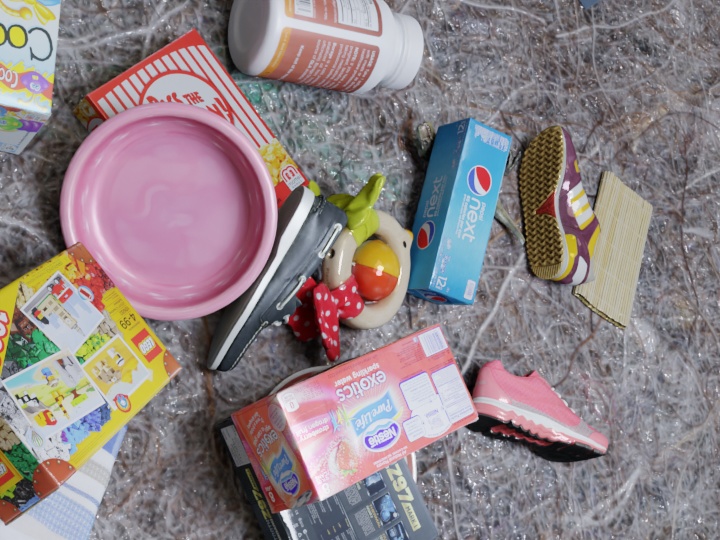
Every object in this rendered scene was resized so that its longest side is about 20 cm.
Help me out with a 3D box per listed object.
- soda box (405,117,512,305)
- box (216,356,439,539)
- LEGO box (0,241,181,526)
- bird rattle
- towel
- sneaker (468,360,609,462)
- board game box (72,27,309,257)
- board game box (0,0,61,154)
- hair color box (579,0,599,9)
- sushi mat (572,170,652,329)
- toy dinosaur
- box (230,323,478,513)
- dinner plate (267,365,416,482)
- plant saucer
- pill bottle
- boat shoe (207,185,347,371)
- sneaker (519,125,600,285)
[{"bbox_3d":[0.107,-0.065,1.205,0.064,0.068,0.201,21,78,-28],"label":"soda box"},{"bbox_3d":[-0.029,0.205,1.036,0.157,0.051,0.201,-24,88,-36],"label":"box"},{"bbox_3d":[-0.261,0.085,0.880,0.149,0.077,0.200,52,28,-6],"label":"LEGO box"},{"bbox_3d":[0.000,0.000,1.122,0.163,0.112,0.201,21,68,-47],"label":"bird rattle"},{"bbox_3d":[-0.275,0.163,0.881,0.147,0.024,0.200,38,32,-20],"label":"towel"},{"bbox_3d":[0.213,0.160,1.227,0.199,0.074,0.087,24,62,-26],"label":"sneaker"},{"bbox_3d":[-0.167,-0.123,1.079,0.200,0.046,0.151,52,54,-9],"label":"board game box"},{"bbox_3d":[-0.335,-0.224,0.964,0.103,0.105,0.201,11,70,-31],"label":"board game box"},{"bbox_3d":[0.362,-0.470,1.535,0.099,0.061,0.200,52,55,-9],"label":"hair color box"},{"bbox_3d":[0.336,-0.028,1.406,0.095,0.012,0.201,32,60,-22],"label":"sushi mat"},{"bbox_3d":[0.142,-0.124,1.290,0.200,0.047,0.088,40,67,-19],"label":"toy dinosaur"},{"bbox_3d":[-0.002,0.135,0.988,0.199,0.095,0.103,-21,85,-37],"label":"box"},{"bbox_3d":[-0.029,0.197,1.084,0.199,0.024,0.201,11,70,-32],"label":"dinner plate"},{"bbox_3d":[-0.176,-0.056,0.999,0.199,0.051,0.202,0,99,-2],"label":"plant saucer"},{"bbox_3d":[-0.035,-0.255,1.170,0.199,0.112,0.113,5,72,-33],"label":"pill bottle"},{"bbox_3d":[-0.081,0.018,1.034,0.060,0.076,0.201,29,98,-20],"label":"boat shoe"},{"bbox_3d":[0.255,-0.080,1.339,0.090,0.075,0.201,12,75,-39],"label":"sneaker"}]
